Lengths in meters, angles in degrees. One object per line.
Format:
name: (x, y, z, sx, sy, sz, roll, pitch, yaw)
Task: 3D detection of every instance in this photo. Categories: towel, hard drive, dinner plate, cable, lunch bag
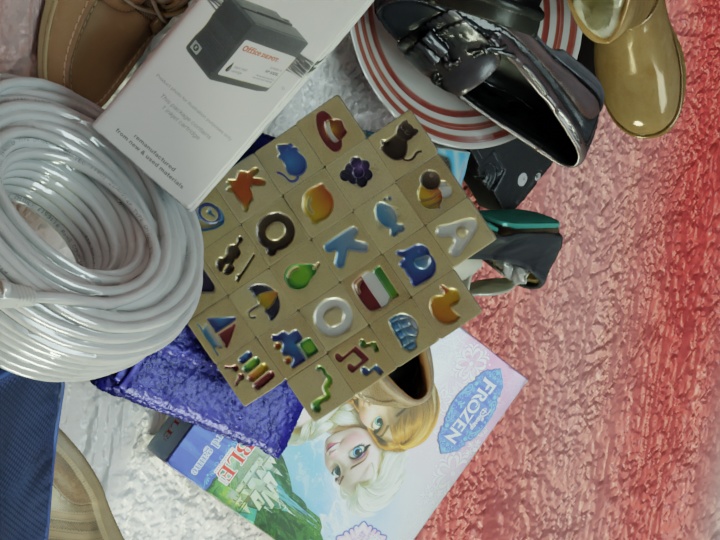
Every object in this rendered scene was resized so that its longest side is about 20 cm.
towel: (-0.079, 0.010, 1.739, 0.147, 0.050, 0.200, 21, 90, -15)
hard drive: (0.131, -0.158, 1.944, 0.200, 0.038, 0.140, -51, 136, -18)
dinner plate: (0.071, -0.185, 1.845, 0.200, 0.024, 0.201, 1, 88, -31)
cable: (-0.185, -0.024, 1.560, 0.200, 0.200, 0.069, 21, 130, -34)
lunch bag: (-0.269, 0.110, 1.564, 0.136, 0.132, 0.201, -26, 130, -59)

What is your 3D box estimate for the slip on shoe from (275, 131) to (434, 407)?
slip on shoe: (0.000, 0.000, 1.715, 0.076, 0.061, 0.200, -22, 112, -23)

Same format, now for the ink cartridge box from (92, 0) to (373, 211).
ink cartridge box: (-0.060, -0.149, 1.609, 0.200, 0.084, 0.145, -48, -176, 15)

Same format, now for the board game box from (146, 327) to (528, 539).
board game box: (-0.013, 0.099, 1.833, 0.199, 0.041, 0.200, 37, 87, -28)

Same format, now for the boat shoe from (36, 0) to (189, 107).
boat shoe: (-0.137, -0.185, 1.630, 0.071, 0.064, 0.200, 24, 89, -48)

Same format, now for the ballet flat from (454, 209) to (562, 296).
ballet flat: (0.076, -0.016, 1.868, 0.200, 0.073, 0.073, 9, 100, -53)

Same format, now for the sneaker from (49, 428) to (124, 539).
sneaker: (-0.207, 0.163, 1.701, 0.076, 0.070, 0.200, -44, 133, -23)

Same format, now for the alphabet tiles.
alphabet tiles: (-0.022, -0.007, 1.683, 0.200, 0.167, 0.006, -34, -177, 12)

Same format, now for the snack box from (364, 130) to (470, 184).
snack box: (0.005, 0.002, 1.879, 0.116, 0.037, 0.201, 5, 103, -46)

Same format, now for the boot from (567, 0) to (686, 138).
boot: (0.179, -0.172, 1.835, 0.200, 0.066, 0.176, -30, 110, -76)

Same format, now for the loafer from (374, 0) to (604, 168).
loafer: (0.090, -0.137, 1.795, 0.200, 0.072, 0.063, 29, 52, -31)

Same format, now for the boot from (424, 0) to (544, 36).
boot: (0.086, -0.237, 1.576, 0.079, 0.211, 0.158, 15, 109, -8)
